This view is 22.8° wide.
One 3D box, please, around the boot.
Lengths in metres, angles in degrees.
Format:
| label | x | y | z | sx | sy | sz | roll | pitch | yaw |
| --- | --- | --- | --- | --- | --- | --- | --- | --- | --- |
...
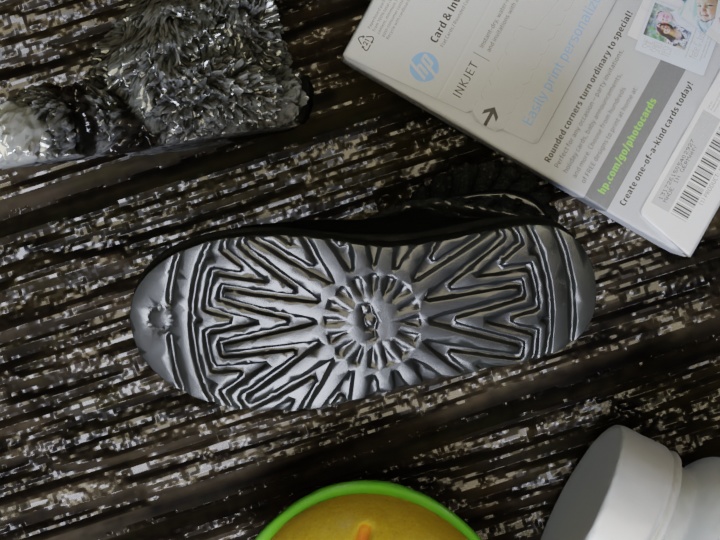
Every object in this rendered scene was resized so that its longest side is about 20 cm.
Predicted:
| label | x | y | z | sx | sy | sz | roll | pitch | yaw |
| --- | --- | --- | --- | --- | --- | --- | --- | --- | --- |
| boot | 0.001 | 0.002 | 0.832 | 0.210 | 0.158 | 0.080 | -2 | 104 | -4 |

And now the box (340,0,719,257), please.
| label | x | y | z | sx | sy | sz | roll | pitch | yaw |
| --- | --- | --- | --- | --- | --- | --- | --- | --- | --- |
| box | 0.113 | -0.122 | 0.887 | 0.199 | 0.041 | 0.157 | 29 | 91 | -4 |

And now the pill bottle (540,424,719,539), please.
| label | x | y | z | sx | sy | sz | roll | pitch | yaw |
| --- | --- | --- | --- | --- | --- | --- | --- | --- | --- |
| pill bottle | 0.191 | 0.161 | 0.868 | 0.199 | 0.114 | 0.114 | 27 | 92 | -3 |

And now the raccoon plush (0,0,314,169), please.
| label | x | y | z | sx | sy | sz | roll | pitch | yaw |
| --- | --- | --- | --- | --- | --- | --- | --- | --- | --- |
| raccoon plush | -0.093 | -0.124 | 0.819 | 0.096 | 0.200 | 0.135 | -8 | 93 | 32 |

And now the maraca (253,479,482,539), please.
| label | x | y | z | sx | sy | sz | roll | pitch | yaw |
| --- | --- | --- | --- | --- | --- | --- | --- | --- | --- |
| maraca | 0.021 | 0.197 | 0.867 | 0.137 | 0.107 | 0.201 | -31 | 94 | 2 |
